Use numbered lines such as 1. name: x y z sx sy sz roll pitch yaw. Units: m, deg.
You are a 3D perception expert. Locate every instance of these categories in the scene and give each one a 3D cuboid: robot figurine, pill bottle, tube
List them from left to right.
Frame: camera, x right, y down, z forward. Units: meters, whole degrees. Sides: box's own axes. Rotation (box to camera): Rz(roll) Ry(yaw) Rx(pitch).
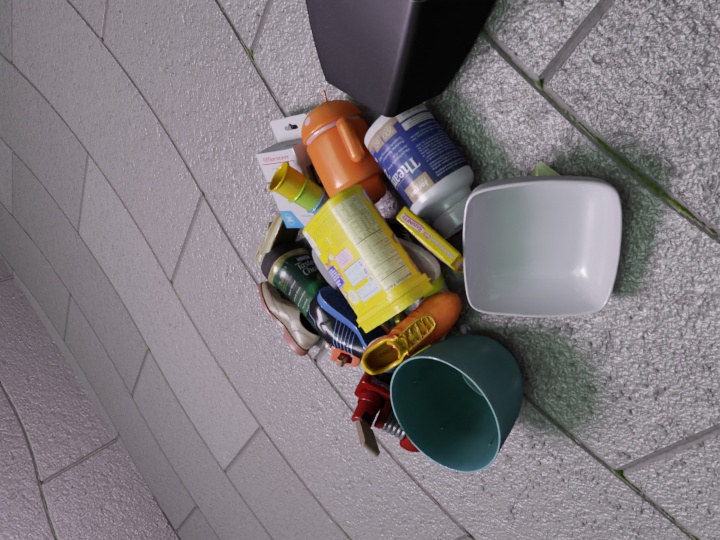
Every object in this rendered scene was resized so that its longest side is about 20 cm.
1. robot figurine: -0.030 -0.202 0.921 0.116 0.144 0.201 -26 90 25
2. pill bottle: 0.103 -0.152 0.825 0.201 0.111 0.111 56 135 7
3. tube: 0.233 -0.062 0.794 0.200 0.058 0.052 -56 35 37

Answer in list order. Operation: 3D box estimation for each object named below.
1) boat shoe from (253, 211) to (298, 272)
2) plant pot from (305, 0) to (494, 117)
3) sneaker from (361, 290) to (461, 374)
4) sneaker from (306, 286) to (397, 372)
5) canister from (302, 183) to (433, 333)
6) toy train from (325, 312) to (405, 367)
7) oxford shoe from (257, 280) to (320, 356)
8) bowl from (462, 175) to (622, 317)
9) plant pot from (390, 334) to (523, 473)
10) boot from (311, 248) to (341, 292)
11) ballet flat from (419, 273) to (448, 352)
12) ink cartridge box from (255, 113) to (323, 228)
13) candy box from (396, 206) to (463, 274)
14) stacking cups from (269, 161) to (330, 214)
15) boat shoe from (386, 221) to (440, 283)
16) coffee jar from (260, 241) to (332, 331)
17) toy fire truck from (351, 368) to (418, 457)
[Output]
1. boat shoe: -0.189 -0.069 1.166 0.063 0.073 0.201 46 142 15
2. plant pot: 0.046 -0.336 0.744 0.199 0.200 0.178 37 141 24
3. sneaker: 0.088 0.110 0.887 0.200 0.077 0.073 -41 91 10
4. sneaker: -0.017 0.122 0.995 0.200 0.070 0.078 45 127 11
5. canister: 0.006 -0.018 0.857 0.201 0.086 0.148 56 142 4
6. toy train: 0.007 0.134 1.053 0.149 0.056 0.201 19 123 5
7. oxford shoe: -0.161 0.095 1.234 0.075 0.070 0.200 -42 77 18
8. bowl: 0.243 -0.039 0.736 0.198 0.075 0.201 0 120 14
9. plant pot: 0.175 0.200 0.889 0.200 0.161 0.202 19 121 35
10. boot: 0.000 0.000 1.009 0.200 0.095 0.074 39 148 34
11. ballet flat: 0.130 0.073 0.946 0.067 0.067 0.201 14 113 12
12. ink cartridge box: -0.122 -0.184 1.021 0.115 0.067 0.201 3 124 43
13. candy box: 0.114 -0.040 0.819 0.102 0.200 0.026 40 96 14
14. stacking cups: -0.064 -0.117 0.958 0.199 0.061 0.060 30 143 -26
15. boat shoe: 0.069 -0.041 0.917 0.199 0.093 0.075 22 130 36
16. coffee jar: -0.112 0.027 1.114 0.200 0.104 0.086 41 129 20
17. toy fire truck: 0.062 0.271 0.966 0.175 0.200 0.129 29 140 3
